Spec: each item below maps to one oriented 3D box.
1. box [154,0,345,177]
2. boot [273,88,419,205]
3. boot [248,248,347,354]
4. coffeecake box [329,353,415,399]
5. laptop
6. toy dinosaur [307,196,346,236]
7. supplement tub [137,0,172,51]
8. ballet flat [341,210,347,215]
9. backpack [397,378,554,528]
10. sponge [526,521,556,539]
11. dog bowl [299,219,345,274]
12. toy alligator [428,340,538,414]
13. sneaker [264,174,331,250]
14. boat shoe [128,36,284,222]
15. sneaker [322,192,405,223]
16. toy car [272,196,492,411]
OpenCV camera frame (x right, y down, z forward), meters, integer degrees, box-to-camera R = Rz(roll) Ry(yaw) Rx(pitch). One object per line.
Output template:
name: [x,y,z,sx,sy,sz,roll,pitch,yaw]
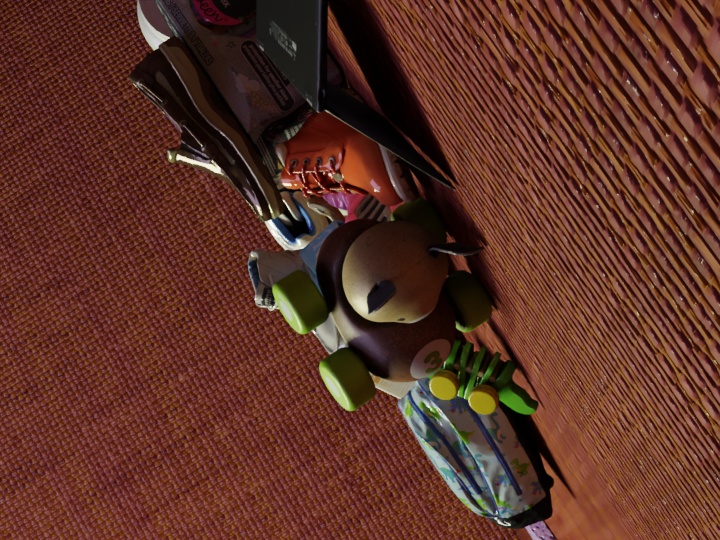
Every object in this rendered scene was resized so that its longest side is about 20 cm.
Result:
box: [-0.107,-0.220,1.310,0.200,0.115,0.132,55,175,17]
boot: [-0.016,-0.094,1.186,0.075,0.107,0.200,61,175,-29]
boot: [-0.063,0.037,1.339,0.200,0.095,0.074,-123,39,-60]
coffeecake box: [0.049,0.107,1.686,0.200,0.073,0.154,28,-168,-26]
laptop: [-0.006,-0.183,1.008,0.187,0.115,0.201,-127,35,-59]
toy dinosaur: [0.000,0.000,1.527,0.201,0.060,0.106,64,-153,-19]
supplement tub: [-0.185,-0.296,1.537,0.145,0.144,0.200,57,177,10]
ballet flat: [-0.035,-0.111,1.710,0.068,0.067,0.200,60,177,-34]
backpack: [0.133,0.190,1.509,0.163,0.153,0.201,-115,9,-53]
sponge: [0.302,0.443,2.210,0.200,0.030,0.112,56,176,36]
dog bowl: [0.029,0.011,1.333,0.200,0.050,0.112,27,-166,-35]
toy alligator: [0.087,0.090,1.292,0.199,0.059,0.054,20,126,11]
sneaker: [-0.087,-0.099,1.595,0.201,0.080,0.146,66,-173,15]
boat shoe: [-0.153,-0.124,1.251,0.203,0.075,0.075,56,176,6]
sneaker: [0.028,-0.055,1.317,0.095,0.079,0.200,43,-172,-25]
toy car: [0.038,0.019,1.107,0.158,0.164,0.200,58,165,-1]
